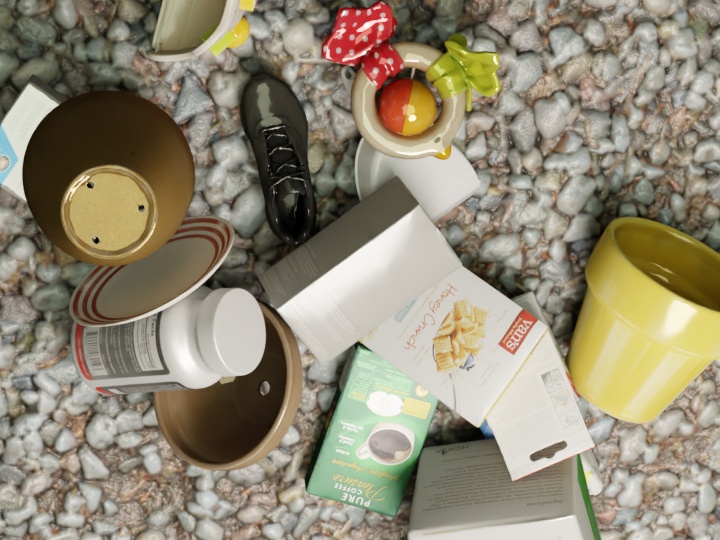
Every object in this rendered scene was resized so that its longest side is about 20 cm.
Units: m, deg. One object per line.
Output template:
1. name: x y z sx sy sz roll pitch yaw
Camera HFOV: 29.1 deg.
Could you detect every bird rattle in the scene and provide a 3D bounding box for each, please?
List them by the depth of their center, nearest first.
1. bird rattle: 0.051 -0.206 1.529 0.199 0.113 0.164 11 87 -16

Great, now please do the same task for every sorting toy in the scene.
1. sorting toy: -0.150 -0.298 1.450 0.106 0.180 0.201 14 103 -12

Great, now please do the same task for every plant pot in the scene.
1. plant pot: -0.258 -0.079 1.413 0.186 0.200 0.187 -2 104 -9
2. plant pot: -0.135 0.132 1.595 0.093 0.201 0.201 17 106 -54
3. plant pot: 0.337 0.068 1.633 0.200 0.201 0.189 20 118 -14

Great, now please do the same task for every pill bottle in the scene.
1. pill bottle: -0.212 0.076 1.532 0.199 0.116 0.116 -6 110 31

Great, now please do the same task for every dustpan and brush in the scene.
1. dustpan and brush: 0.035 -0.147 1.594 0.139 0.057 0.200 -34 114 -9

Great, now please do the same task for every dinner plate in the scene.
1. dinner plate: -0.225 0.005 1.514 0.200 0.200 0.024 -25 118 -1

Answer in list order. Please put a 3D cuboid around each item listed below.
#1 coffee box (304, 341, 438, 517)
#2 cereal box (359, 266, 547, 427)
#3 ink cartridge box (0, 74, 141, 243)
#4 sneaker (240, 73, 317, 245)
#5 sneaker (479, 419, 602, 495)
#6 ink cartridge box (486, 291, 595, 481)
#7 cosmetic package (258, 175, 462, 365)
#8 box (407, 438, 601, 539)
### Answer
1. coffee box: 0.018 0.191 1.684 0.123 0.044 0.201 16 102 -12
2. cereal box: 0.098 0.067 1.610 0.200 0.040 0.144 35 87 12
3. ink cartridge box: -0.312 -0.110 1.535 0.200 0.068 0.115 35 96 -16
4. sneaker: -0.085 -0.122 1.557 0.076 0.091 0.201 -16 106 -2
5. sneaker: 0.212 0.215 1.716 0.105 0.076 0.200 -34 104 17
6. ink cartridge box: 0.193 0.138 1.627 0.109 0.050 0.201 -24 69 9
7. cosmetic package: 0.000 0.000 1.551 0.200 0.090 0.107 -36 124 -1
8. box: 0.178 0.323 1.641 0.199 0.171 0.200 -10 117 15
